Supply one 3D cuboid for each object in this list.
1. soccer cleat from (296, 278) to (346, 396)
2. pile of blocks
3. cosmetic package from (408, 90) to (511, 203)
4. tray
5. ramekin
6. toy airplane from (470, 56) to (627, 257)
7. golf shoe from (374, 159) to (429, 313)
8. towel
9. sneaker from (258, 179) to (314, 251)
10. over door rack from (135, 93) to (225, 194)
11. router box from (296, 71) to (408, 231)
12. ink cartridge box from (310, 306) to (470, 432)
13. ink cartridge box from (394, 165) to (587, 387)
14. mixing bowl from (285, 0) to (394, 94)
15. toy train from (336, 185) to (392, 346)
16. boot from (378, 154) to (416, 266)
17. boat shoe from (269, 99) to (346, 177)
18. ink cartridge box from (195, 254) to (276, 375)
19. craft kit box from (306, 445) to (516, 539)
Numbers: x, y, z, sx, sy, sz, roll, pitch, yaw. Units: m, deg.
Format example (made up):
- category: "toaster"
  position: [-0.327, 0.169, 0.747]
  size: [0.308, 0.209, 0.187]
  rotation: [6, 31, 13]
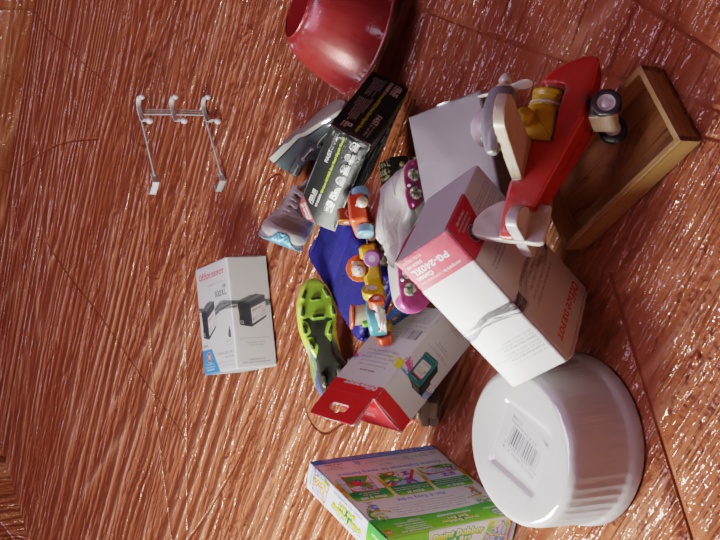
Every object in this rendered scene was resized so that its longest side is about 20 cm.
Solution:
- category: "soccer cleat"
  position: [-0.064, 0.109, 1.671]
  size: [0.084, 0.065, 0.200]
  rotation: [-164, 59, -73]
- category: "pile of blocks"
  position: [0.041, 0.183, 1.520]
  size: [0.200, 0.082, 0.062]
  rotation: [26, 120, 56]
- category: "cosmetic package"
  position: [0.137, -0.106, 1.318]
  size: [0.107, 0.090, 0.200]
  rotation: [-15, 74, 30]
- category: "tray"
  position: [0.275, -0.118, 1.171]
  size: [0.200, 0.037, 0.099]
  rotation: [-50, 51, 46]
- category: "ramekin"
  position: [0.216, 0.197, 1.225]
  size: [0.200, 0.098, 0.201]
  rotation: [6, 97, 58]
- category: "toy airplane"
  position: [0.169, -0.117, 1.117]
  size: [0.141, 0.199, 0.200]
  rotation: [31, 129, 26]
- category: "golf shoe"
  position: [0.058, -0.038, 1.373]
  size: [0.091, 0.075, 0.200]
  rotation: [-18, 61, 51]
- category: "towel"
  position: [-0.010, -0.008, 1.630]
  size: [0.200, 0.049, 0.148]
  rotation: [60, 145, 37]
- category: "sneaker"
  position: [-0.103, -0.087, 1.667]
  size: [0.200, 0.076, 0.081]
  rotation: [-69, 1, -71]
- category: "over door rack"
  position: [-0.339, -0.249, 2.048]
  size: [0.067, 0.148, 0.200]
  rotation: [-42, 57, 58]
- category: "router box"
  position: [-0.010, -0.168, 1.494]
  size: [0.150, 0.062, 0.200]
  rotation: [-65, -2, 35]
- category: "ink cartridge box"
  position: [0.039, 0.140, 1.418]
  size: [0.067, 0.200, 0.116]
  rotation: [51, 157, -24]
- category: "ink cartridge box"
  position: [0.149, 0.007, 1.183]
  size: [0.083, 0.145, 0.200]
  rotation: [-34, 106, 35]
- category: "mixing bowl"
  position: [-0.041, -0.366, 1.547]
  size: [0.200, 0.108, 0.200]
  rotation: [-47, 35, 48]
- category: "toy train"
  position: [0.000, 0.000, 1.409]
  size: [0.150, 0.056, 0.200]
  rotation: [68, -166, -67]
- category: "boot"
  position: [0.083, -0.082, 1.452]
  size: [0.200, 0.073, 0.151]
  rotation: [-4, 88, 63]
- category: "boat shoe"
  position: [-0.070, -0.208, 1.717]
  size: [0.062, 0.073, 0.200]
  rotation: [46, 140, -14]
- category: "ink cartridge box"
  position: [-0.227, 0.082, 1.942]
  size: [0.145, 0.084, 0.200]
  rotation: [-17, 77, 58]
- category: "craft kit box"
  position: [0.064, 0.295, 1.380]
  size: [0.197, 0.200, 0.049]
  rotation: [29, 116, 55]
